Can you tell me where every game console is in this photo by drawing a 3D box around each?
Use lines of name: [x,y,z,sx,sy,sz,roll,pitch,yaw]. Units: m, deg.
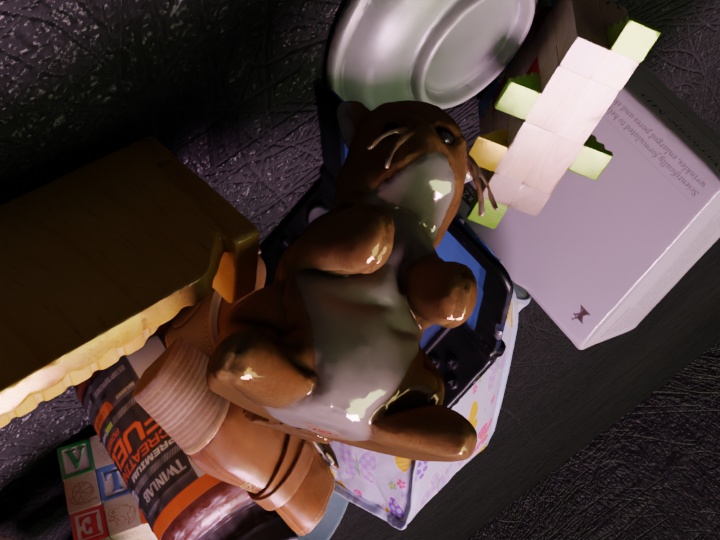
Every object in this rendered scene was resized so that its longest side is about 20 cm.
game console: [0.003,0.005,0.711,0.171,0.200,0.118,-48,157,13]

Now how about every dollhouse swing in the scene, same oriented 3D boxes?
dollhouse swing: [-0.168,0.053,0.591,0.198,0.181,0.178,-30,135,-24]

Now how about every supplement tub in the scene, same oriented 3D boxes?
supplement tub: [-0.126,0.141,0.754,0.106,0.201,0.107,-31,157,-15]

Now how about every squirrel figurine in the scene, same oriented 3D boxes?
squirrel figurine: [-0.003,0.001,0.573,0.200,0.139,0.190,139,-32,-71]

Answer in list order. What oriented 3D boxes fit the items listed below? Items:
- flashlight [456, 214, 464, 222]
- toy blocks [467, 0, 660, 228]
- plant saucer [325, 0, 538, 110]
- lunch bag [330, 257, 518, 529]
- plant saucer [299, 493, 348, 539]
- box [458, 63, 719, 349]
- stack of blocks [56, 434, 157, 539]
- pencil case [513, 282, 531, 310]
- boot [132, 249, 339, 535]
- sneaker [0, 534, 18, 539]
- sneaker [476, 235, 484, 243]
flashlight: [0.000,0.000,0.888,0.200,0.068,0.068,-42,-166,15]
toy blocks: [0.146,-0.147,0.773,0.098,0.138,0.201,18,133,-11]
plant saucer: [0.067,-0.169,0.697,0.199,0.050,0.201,-33,156,-17]
lunch bag: [0.051,0.087,0.872,0.169,0.126,0.203,-31,139,-50]
plant saucer: [-0.076,0.195,1.012,0.200,0.038,0.205,-3,94,-53]
box: [0.223,-0.073,0.923,0.130,0.200,0.201,-10,144,-51]
stack of blocks: [-0.151,0.156,0.853,0.197,0.117,0.059,-18,154,-5]
pencil case: [0.115,0.072,1.171,0.090,0.083,0.201,-16,148,-55]
boot: [-0.071,0.083,0.723,0.073,0.155,0.201,-37,-162,32]
sneaker: [-0.249,0.267,0.798,0.075,0.197,0.083,51,47,-49]
sneaker: [0.072,0.047,1.049,0.200,0.079,0.090,-49,163,17]
